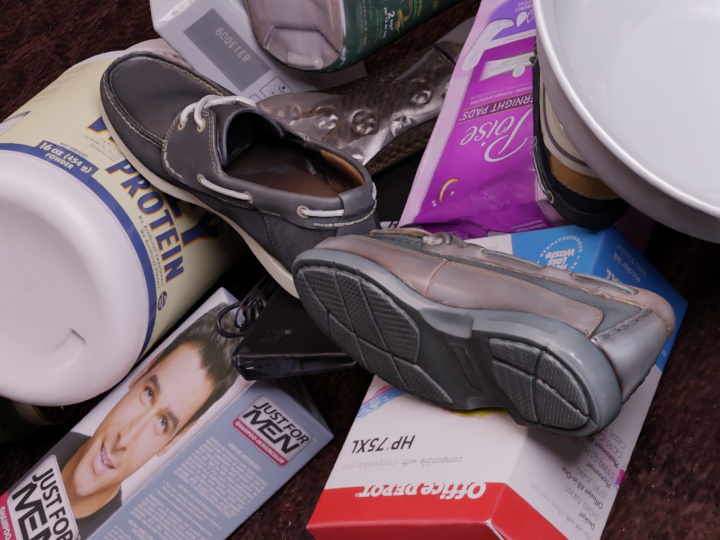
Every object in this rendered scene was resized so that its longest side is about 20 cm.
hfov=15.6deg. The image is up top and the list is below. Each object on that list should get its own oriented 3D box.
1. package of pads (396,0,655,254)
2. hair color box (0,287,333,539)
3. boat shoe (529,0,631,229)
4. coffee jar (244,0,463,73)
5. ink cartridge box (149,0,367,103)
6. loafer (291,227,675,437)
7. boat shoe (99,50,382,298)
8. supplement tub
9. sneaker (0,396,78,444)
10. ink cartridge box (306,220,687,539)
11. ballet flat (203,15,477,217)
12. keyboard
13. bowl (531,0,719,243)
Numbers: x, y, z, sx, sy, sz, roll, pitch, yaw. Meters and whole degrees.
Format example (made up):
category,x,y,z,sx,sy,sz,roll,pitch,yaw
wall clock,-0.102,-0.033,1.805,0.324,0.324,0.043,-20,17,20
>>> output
category,x,y,z,sx,sy,sz,roll,pitch,yaw
package of pads,0.101,-0.083,1.293,0.120,0.076,0.201,-12,46,44
hair color box,-0.114,0.113,1.359,0.200,0.061,0.099,-43,30,7
boat shoe,0.110,-0.098,1.197,0.062,0.074,0.201,98,-179,-45
coffee jar,0.030,-0.183,1.397,0.199,0.105,0.085,-26,25,-38
ink cartridge box,-0.059,-0.143,1.485,0.047,0.160,0.200,-38,31,14
loafer,0.052,0.020,1.129,0.063,0.072,0.199,-38,34,-26
boat shoe,-0.061,-0.064,1.318,0.072,0.068,0.200,-33,51,-25
supplement tub,-0.141,-0.032,1.432,0.144,0.145,0.200,-23,15,35
sneaker,-0.214,0.026,1.579,0.090,0.067,0.201,-26,39,24
ink cartridge box,0.055,0.081,1.170,0.116,0.067,0.201,-8,48,45
ballet flat,0.004,-0.078,1.390,0.199,0.046,0.068,-27,72,-5
keyboard,0.000,0.000,1.342,0.103,0.040,0.200,-2,33,29
bowl,0.154,-0.086,1.086,0.090,0.200,0.202,116,177,-60
